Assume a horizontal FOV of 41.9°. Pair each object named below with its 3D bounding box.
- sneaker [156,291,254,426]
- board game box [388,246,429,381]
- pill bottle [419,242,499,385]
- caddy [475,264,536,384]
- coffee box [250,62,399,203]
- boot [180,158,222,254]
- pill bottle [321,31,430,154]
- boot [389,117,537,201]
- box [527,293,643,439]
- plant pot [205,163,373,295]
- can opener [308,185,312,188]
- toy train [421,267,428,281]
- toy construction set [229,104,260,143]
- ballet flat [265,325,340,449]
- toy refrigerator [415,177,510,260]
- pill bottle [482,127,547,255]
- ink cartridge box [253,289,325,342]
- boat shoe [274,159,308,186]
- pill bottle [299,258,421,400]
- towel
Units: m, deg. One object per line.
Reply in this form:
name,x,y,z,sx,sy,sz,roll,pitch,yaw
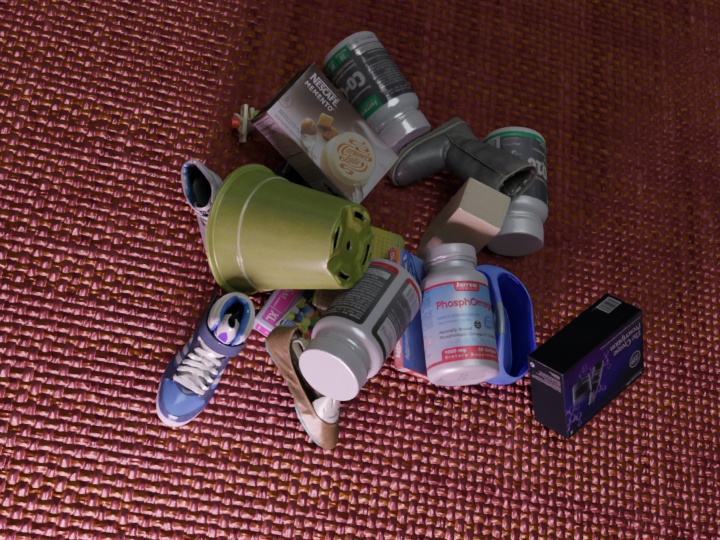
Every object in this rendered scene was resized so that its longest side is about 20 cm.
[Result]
sneaker,-0.220,0.118,1.341,0.080,0.147,0.200,33,62,-3
board game box,0.085,0.070,1.504,0.103,0.019,0.201,26,54,-49
pill bottle,0.145,0.066,1.420,0.108,0.109,0.201,1,70,-18
caddy,0.208,0.092,1.516,0.141,0.105,0.201,5,67,-15
coffee box,-0.054,-0.202,1.450,0.200,0.080,0.114,47,69,-16
boot,-0.226,-0.074,1.439,0.073,0.096,0.201,-27,71,4
pill bottle,0.029,-0.301,1.618,0.113,0.113,0.200,-28,78,-26
boot,0.167,-0.160,1.562,0.182,0.073,0.200,-38,53,-3
box,0.368,0.153,1.520,0.200,0.142,0.079,-33,41,-27
plant pot,-0.090,-0.047,1.366,0.189,0.200,0.201,10,57,31
can opener,-0.042,-0.169,1.560,0.078,0.064,0.201,11,55,19
toy train,0.121,0.068,1.500,0.034,0.046,0.201,10,67,-26
toy construction set,-0.113,-0.251,1.545,0.199,0.092,0.131,-9,42,-15
ballet flat,-0.070,0.168,1.391,0.068,0.072,0.201,-23,87,-55
toy refrigerator,0.162,-0.068,1.516,0.076,0.200,0.070,26,62,-6
pill bottle,0.264,-0.135,1.618,0.112,0.113,0.201,9,66,-14
ink cartridge box,-0.057,0.092,1.469,0.200,0.042,0.120,36,62,-3
boat shoe,-0.136,-0.120,1.516,0.072,0.063,0.200,34,62,-2
pill bottle,-0.001,0.085,1.361,0.114,0.114,0.200,38,50,0
towel,0.000,0.000,1.510,0.143,0.023,0.201,19,51,-15
